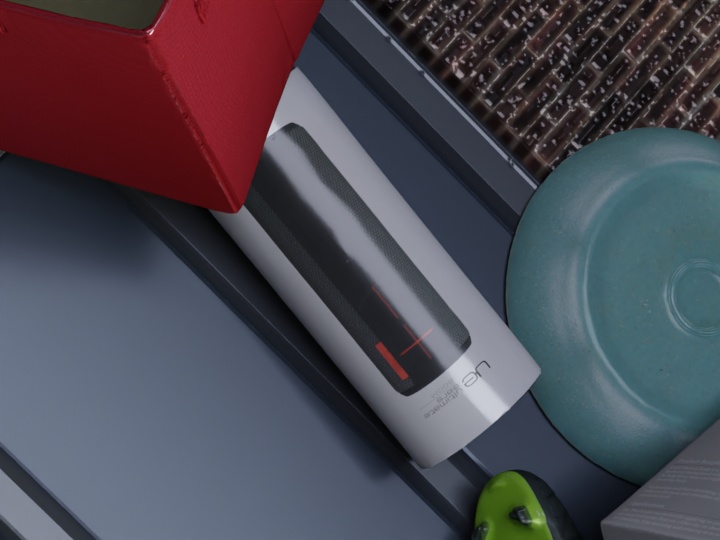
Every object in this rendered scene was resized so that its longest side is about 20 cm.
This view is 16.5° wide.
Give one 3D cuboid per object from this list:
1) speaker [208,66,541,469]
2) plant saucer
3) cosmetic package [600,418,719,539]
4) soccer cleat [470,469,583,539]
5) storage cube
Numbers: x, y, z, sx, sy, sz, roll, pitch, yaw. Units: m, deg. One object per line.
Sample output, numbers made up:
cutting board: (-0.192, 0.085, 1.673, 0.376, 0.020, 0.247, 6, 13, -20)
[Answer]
speaker: (0.000, 0.000, 1.239, 0.081, 0.081, 0.200, -41, 95, -23)
plant saucer: (0.175, 0.017, 1.325, 0.199, 0.036, 0.201, 5, 77, -20)
cosmetic package: (0.224, 0.115, 1.242, 0.200, 0.107, 0.090, -31, 114, -37)
soccer cleat: (0.116, 0.193, 1.256, 0.081, 0.067, 0.201, -13, 79, -46)
storage cube: (-0.119, -0.153, 1.138, 0.199, 0.180, 0.171, 15, 70, 16)
